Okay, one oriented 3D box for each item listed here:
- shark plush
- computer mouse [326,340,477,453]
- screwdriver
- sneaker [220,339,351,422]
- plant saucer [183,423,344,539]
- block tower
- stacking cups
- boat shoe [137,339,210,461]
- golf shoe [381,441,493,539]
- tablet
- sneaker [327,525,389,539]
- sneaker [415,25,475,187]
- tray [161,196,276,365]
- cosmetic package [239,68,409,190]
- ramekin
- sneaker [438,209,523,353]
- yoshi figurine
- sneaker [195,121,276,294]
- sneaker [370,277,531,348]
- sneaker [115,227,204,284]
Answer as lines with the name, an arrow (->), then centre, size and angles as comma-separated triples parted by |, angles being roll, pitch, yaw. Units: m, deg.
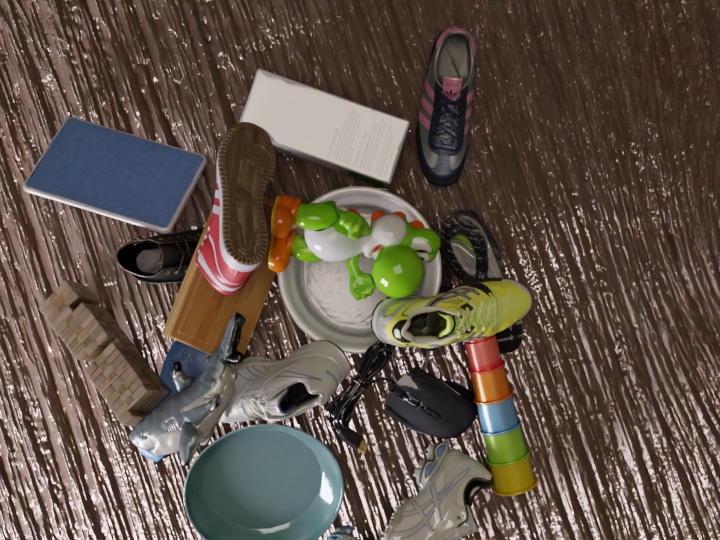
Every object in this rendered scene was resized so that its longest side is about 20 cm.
shark plush -> -0.195, 0.141, 1.208 | 0.083, 0.091, 0.201 | 32, 112, 3
computer mouse -> 0.056, 0.182, 1.261 | 0.199, 0.046, 0.141 | 34, 99, -32
screwdriver -> 0.086, 0.115, 1.292 | 0.029, 0.028, 0.202 | 13, 108, 11
sneaker -> -0.108, 0.146, 1.239 | 0.199, 0.087, 0.075 | -24, 110, 29
plant saucer -> -0.120, 0.269, 1.282 | 0.198, 0.036, 0.202 | -3, 114, -7
block tower -> -0.317, 0.102, 1.277 | 0.058, 0.054, 0.200 | -44, 68, 8
stacking cups -> 0.172, 0.176, 1.274 | 0.060, 0.061, 0.202 | -13, 101, 1
boat shoe -> -0.223, 0.142, 1.303 | 0.084, 0.069, 0.201 | 34, 89, 10
golf shoe -> 0.091, 0.308, 1.245 | 0.097, 0.078, 0.201 | 20, 65, 24
tablet -> -0.307, -0.122, 1.294 | 0.198, 0.014, 0.131 | 17, 56, 7
sneaker -> -0.033, 0.369, 1.299 | 0.198, 0.078, 0.087 | -7, 77, -6
sneaker -> 0.107, -0.208, 1.291 | 0.069, 0.082, 0.202 | 3, 89, 1
tray -> -0.157, 0.003, 1.254 | 0.098, 0.037, 0.202 | 26, 77, -27
cosmetic package -> -0.043, -0.174, 1.282 | 0.198, 0.108, 0.086 | 18, 91, 3
ramekin -> 0.000, 0.000, 1.283 | 0.198, 0.098, 0.203 | 0, 90, 2
sneaker -> 0.160, 0.010, 1.292 | 0.073, 0.081, 0.201 | -12, 109, 23
yoshi figurine -> -0.006, -0.021, 1.183 | 0.198, 0.112, 0.113 | 7, 93, -3
sneaker -> -0.147, -0.069, 1.205 | 0.071, 0.113, 0.202 | 11, 57, -18
sneaker -> 0.115, 0.059, 1.202 | 0.198, 0.076, 0.076 | -12, 105, -17
sneaker -> -0.200, -0.017, 1.282 | 0.198, 0.106, 0.076 | -11, 89, 1
